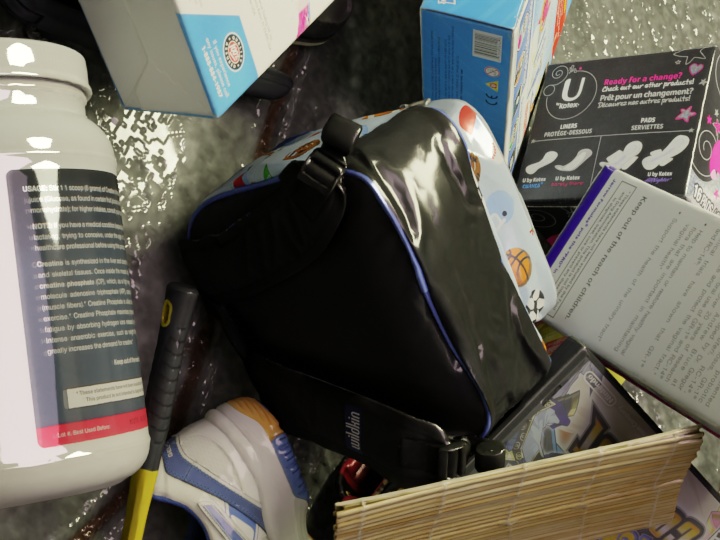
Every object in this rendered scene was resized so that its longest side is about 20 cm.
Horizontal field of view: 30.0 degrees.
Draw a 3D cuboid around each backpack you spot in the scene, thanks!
[{"bbox_3d":[0.000,0.000,0.742,0.154,0.190,0.201,-37,111,-43],"label":"backpack"}]

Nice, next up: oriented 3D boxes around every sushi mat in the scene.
[{"bbox_3d":[0.079,0.126,0.698,0.198,0.096,0.012,-11,53,-11],"label":"sushi mat"}]

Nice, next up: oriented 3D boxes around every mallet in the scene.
[{"bbox_3d":[-0.104,0.109,0.673,0.041,0.066,0.202,8,103,-37],"label":"mallet"}]

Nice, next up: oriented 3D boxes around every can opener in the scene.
[{"bbox_3d":[-0.113,-0.137,0.754,0.199,0.078,0.064,22,61,-44],"label":"can opener"}]

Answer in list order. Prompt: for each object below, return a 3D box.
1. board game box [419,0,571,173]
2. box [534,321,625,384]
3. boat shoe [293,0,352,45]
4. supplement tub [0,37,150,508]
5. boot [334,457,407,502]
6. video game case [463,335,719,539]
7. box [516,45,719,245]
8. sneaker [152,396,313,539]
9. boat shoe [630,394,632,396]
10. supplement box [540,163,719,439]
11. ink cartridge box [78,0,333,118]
[{"bbox_3d":[0.095,-0.176,0.853,0.055,0.200,0.197,16,65,11],"label":"board game box"},{"bbox_3d":[0.121,0.073,0.861,0.050,0.075,0.200,62,34,-4],"label":"box"},{"bbox_3d":[-0.074,-0.208,0.797,0.201,0.063,0.074,40,58,-29],"label":"boat shoe"},{"bbox_3d":[-0.177,0.006,0.626,0.140,0.140,0.202,-5,86,-39],"label":"supplement tub"},{"bbox_3d":[0.039,0.186,0.817,0.151,0.073,0.201,50,52,-23],"label":"boot"},{"bbox_3d":[0.119,0.168,0.763,0.181,0.026,0.200,-44,110,0],"label":"video game case"},{"bbox_3d":[0.216,-0.052,0.934,0.200,0.131,0.116,37,61,-46],"label":"box"},{"bbox_3d":[-0.059,0.174,0.754,0.088,0.075,0.201,-26,101,-17],"label":"sneaker"},{"bbox_3d":[0.187,0.180,0.943,0.072,0.065,0.202,16,73,-36],"label":"boat shoe"},{"bbox_3d":[0.200,0.033,0.744,0.101,0.200,0.104,33,90,-38],"label":"supplement box"},{"bbox_3d":[-0.064,-0.184,0.708,0.200,0.067,0.116,-52,138,-39],"label":"ink cartridge box"}]
